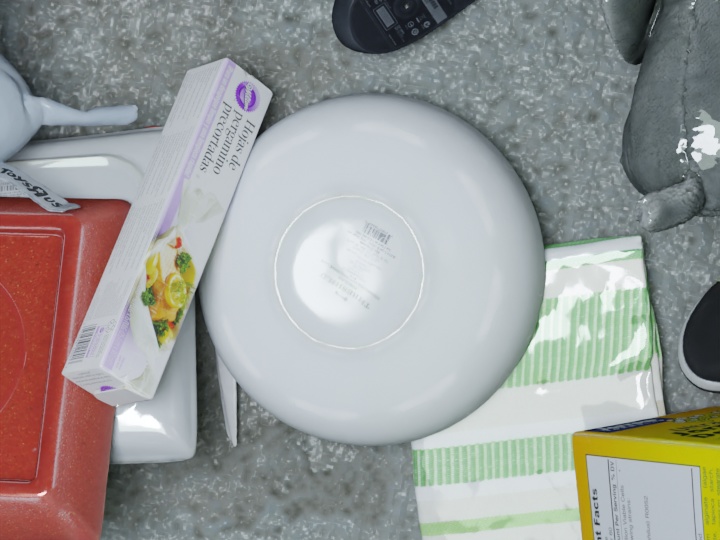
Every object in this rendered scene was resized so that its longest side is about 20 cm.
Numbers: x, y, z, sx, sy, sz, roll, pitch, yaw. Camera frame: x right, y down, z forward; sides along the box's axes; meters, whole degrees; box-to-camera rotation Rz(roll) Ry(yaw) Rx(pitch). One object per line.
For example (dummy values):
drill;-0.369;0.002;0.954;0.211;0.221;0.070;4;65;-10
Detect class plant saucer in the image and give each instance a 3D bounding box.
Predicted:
plant saucer;-0.232;0.047;1.161;0.200;0.037;0.200;1;72;9

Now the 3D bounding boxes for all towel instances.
towel;0.102;0.087;1.215;0.152;0.023;0.200;-7;94;9

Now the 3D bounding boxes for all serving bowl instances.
serving bowl;0.000;0.000;1.183;0.200;0.066;0.201;0;90;11

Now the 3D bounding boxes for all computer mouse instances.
computer mouse;0.069;-0.188;1.196;0.200;0.034;0.059;-32;124;3

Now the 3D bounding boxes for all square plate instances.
square plate;-0.192;0.013;1.201;0.200;0.028;0.198;-3;72;6

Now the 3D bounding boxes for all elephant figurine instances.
elephant figurine;0.187;-0.137;1.123;0.141;0.155;0.200;-6;103;-10

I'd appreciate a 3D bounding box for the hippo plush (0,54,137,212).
hippo plush;-0.252;-0.106;1.127;0.200;0.161;0.159;15;54;18

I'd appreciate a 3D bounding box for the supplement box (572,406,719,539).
supplement box;0.216;0.134;1.103;0.109;0.200;0.109;-7;94;-34

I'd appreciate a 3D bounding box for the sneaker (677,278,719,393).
sneaker;0.241;-0.010;1.125;0.200;0.083;0.072;-36;53;20

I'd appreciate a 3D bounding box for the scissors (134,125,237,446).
scissors;-0.078;-0.002;1.238;0.073;0.014;0.200;-20;89;7

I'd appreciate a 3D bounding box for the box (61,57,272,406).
box;-0.104;-0.022;1.165;0.039;0.041;0.200;36;60;-32
